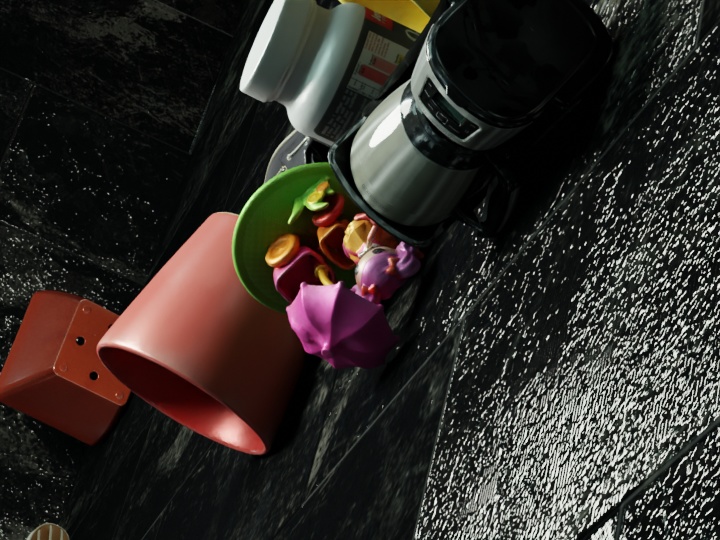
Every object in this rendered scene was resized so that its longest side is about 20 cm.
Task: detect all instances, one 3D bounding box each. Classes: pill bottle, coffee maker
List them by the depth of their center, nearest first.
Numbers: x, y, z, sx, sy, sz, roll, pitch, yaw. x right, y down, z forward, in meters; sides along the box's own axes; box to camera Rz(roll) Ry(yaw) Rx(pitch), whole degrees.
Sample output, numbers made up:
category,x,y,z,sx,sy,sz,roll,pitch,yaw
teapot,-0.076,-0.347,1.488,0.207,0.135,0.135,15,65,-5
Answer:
category,x,y,z,sx,sy,sz,roll,pitch,yaw
coffee maker,0.084,-0.140,1.484,0.200,0.134,0.193,-47,21,58
pill bottle,0.011,-0.148,1.674,0.116,0.199,0.116,-61,12,23

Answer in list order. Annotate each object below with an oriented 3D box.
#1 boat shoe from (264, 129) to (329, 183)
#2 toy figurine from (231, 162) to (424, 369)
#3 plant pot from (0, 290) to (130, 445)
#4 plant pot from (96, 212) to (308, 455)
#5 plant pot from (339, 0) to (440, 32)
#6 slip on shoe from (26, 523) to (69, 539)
category,x,y,z,sx,sy,sz,roll,pitch,yaw
boat shoe,-0.055,-0.121,2.282,0.200,0.072,0.063,-55,12,29
toy figurine,0.000,0.000,1.715,0.200,0.150,0.184,-39,30,8
plant pot,-0.447,0.145,3.341,0.176,0.199,0.201,-23,43,59
plant pot,-0.131,0.054,2.009,0.178,0.200,0.200,-60,9,-18
plant pot,0.072,-0.300,1.771,0.189,0.200,0.201,-52,10,-6
slip on shoe,-0.492,0.474,3.138,0.061,0.076,0.201,-50,26,36
